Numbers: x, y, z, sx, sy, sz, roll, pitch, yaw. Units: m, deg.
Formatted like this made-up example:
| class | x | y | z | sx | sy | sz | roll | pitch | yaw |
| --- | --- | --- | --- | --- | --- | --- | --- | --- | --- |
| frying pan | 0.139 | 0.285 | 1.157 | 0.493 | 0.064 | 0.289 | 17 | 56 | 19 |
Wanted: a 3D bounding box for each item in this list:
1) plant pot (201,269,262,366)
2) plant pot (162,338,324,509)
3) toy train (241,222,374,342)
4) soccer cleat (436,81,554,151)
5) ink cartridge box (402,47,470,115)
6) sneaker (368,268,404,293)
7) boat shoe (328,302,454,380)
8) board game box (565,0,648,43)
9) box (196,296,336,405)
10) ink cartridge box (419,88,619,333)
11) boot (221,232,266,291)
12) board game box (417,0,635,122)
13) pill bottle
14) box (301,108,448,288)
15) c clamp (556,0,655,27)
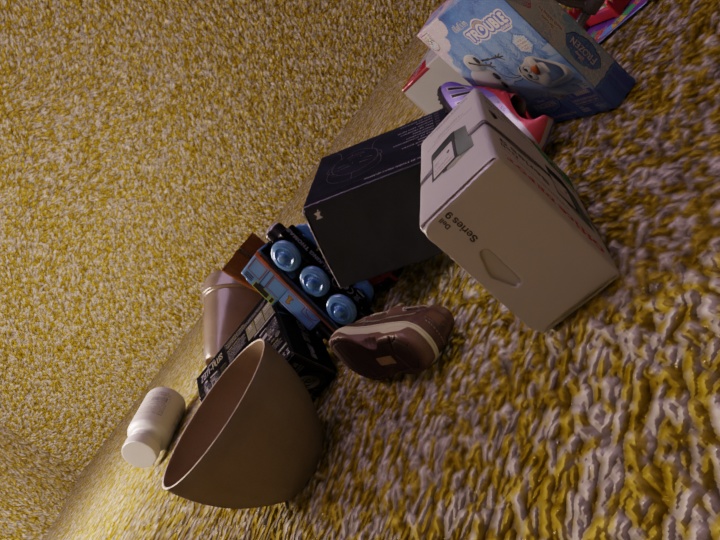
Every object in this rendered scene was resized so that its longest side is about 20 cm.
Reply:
| class | x | y | z | sx | sy | sz | roll | pitch | yaw |
| --- | --- | --- | --- | --- | --- | --- | --- | --- | --- |
| plant pot | -0.241 | 0.119 | 1.233 | 0.200 | 0.199 | 0.174 | -36 | 39 | 48 |
| plant pot | -0.124 | 0.204 | 0.726 | 0.200 | 0.134 | 0.201 | -47 | 16 | 18 |
| toy train | -0.070 | 0.022 | 0.860 | 0.114 | 0.200 | 0.087 | -46 | 1 | 38 |
| soccer cleat | 0.168 | -0.201 | 0.760 | 0.073 | 0.068 | 0.200 | -60 | 40 | 27 |
| ink cartridge box | 0.195 | -0.350 | 1.000 | 0.145 | 0.144 | 0.201 | -31 | 26 | 56 |
| sneaker | 0.000 | 0.000 | 0.927 | 0.200 | 0.079 | 0.096 | -45 | 14 | 26 |
| boat shoe | 0.037 | 0.076 | 0.680 | 0.075 | 0.075 | 0.202 | -44 | 16 | -26 |
| board game box | 0.330 | -0.369 | 0.833 | 0.200 | 0.039 | 0.158 | -39 | 20 | 45 |
| box | -0.147 | 0.159 | 0.901 | 0.200 | 0.086 | 0.164 | -50 | 36 | 12 |
| ink cartridge box | 0.131 | -0.062 | 0.537 | 0.084 | 0.146 | 0.200 | -44 | 18 | 26 |
| boot | -0.148 | 0.046 | 1.032 | 0.068 | 0.200 | 0.189 | -36 | 22 | 46 |
| board game box | 0.183 | -0.253 | 0.708 | 0.043 | 0.199 | 0.200 | -53 | 14 | -4 |
| pill bottle | -0.543 | 0.411 | 1.574 | 0.114 | 0.114 | 0.200 | -46 | 16 | 23 |
| box | 0.047 | -0.101 | 0.789 | 0.199 | 0.124 | 0.197 | -19 | 23 | 14 |
| c clamp | 0.244 | -0.299 | 0.776 | 0.200 | 0.170 | 0.027 | 127 | 155 | -50 |
